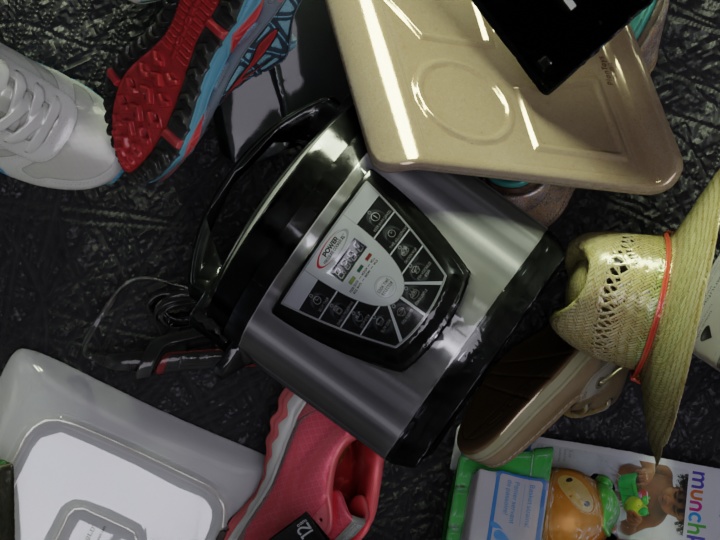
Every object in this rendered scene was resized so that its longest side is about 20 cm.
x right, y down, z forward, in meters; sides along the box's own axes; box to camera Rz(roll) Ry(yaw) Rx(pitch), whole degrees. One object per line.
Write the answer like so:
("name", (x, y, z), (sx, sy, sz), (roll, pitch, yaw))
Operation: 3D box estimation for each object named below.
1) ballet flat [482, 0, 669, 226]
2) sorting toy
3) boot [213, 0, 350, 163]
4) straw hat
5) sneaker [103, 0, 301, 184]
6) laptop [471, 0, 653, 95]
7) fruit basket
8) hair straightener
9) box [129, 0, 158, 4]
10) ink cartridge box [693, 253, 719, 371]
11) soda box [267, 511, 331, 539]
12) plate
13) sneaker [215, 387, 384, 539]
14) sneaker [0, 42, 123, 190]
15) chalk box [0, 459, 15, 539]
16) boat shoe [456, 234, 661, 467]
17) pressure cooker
("ballet flat", (0.143, -0.108, 1.416), (0.200, 0.068, 0.067), (-54, 139, -18))
("sorting toy", (0.080, -0.121, 1.337), (0.199, 0.186, 0.037), (2, 142, -23))
("boot", (-0.025, -0.178, 1.386), (0.164, 0.066, 0.201), (-10, 96, 2))
("straw hat", (0.160, 0.017, 1.331), (0.085, 0.201, 0.202), (12, 96, 5))
("sneaker", (-0.080, -0.127, 1.326), (0.095, 0.079, 0.200), (-3, 139, -43))
("laptop", (0.146, -0.238, 1.317), (0.200, 0.103, 0.178), (-42, 78, 27))
("fruit basket", (0.146, 0.189, 1.410), (0.199, 0.094, 0.186), (8, 57, 7))
("hair straightener", (-0.082, 0.030, 1.427), (0.199, 0.041, 0.077), (-7, 68, -4))
("box", (-0.199, -0.237, 1.330), (0.199, 0.068, 0.082), (27, 101, 3))
("ink cartridge box", (0.288, 0.017, 1.388), (0.083, 0.200, 0.147), (30, 92, -10))
("soda box", (-0.009, 0.233, 1.388), (0.063, 0.071, 0.200), (-36, 142, -2))
("plate", (-0.175, 0.180, 1.433), (0.199, 0.032, 0.200), (25, 93, -11))
("sneaker", (-0.035, 0.165, 1.411), (0.074, 0.087, 0.201), (13, 97, -37))
("sneaker", (-0.233, -0.107, 1.362), (0.199, 0.081, 0.077), (28, 92, -12))
("chalk box", (-0.310, 0.186, 1.315), (0.123, 0.200, 0.126), (4, 98, 25))
("boat shoe", (0.144, 0.063, 1.424), (0.200, 0.072, 0.065), (-45, 112, -23))
("pressure cooker", (0.000, 0.001, 1.330), (0.200, 0.176, 0.179), (36, 132, 5))
